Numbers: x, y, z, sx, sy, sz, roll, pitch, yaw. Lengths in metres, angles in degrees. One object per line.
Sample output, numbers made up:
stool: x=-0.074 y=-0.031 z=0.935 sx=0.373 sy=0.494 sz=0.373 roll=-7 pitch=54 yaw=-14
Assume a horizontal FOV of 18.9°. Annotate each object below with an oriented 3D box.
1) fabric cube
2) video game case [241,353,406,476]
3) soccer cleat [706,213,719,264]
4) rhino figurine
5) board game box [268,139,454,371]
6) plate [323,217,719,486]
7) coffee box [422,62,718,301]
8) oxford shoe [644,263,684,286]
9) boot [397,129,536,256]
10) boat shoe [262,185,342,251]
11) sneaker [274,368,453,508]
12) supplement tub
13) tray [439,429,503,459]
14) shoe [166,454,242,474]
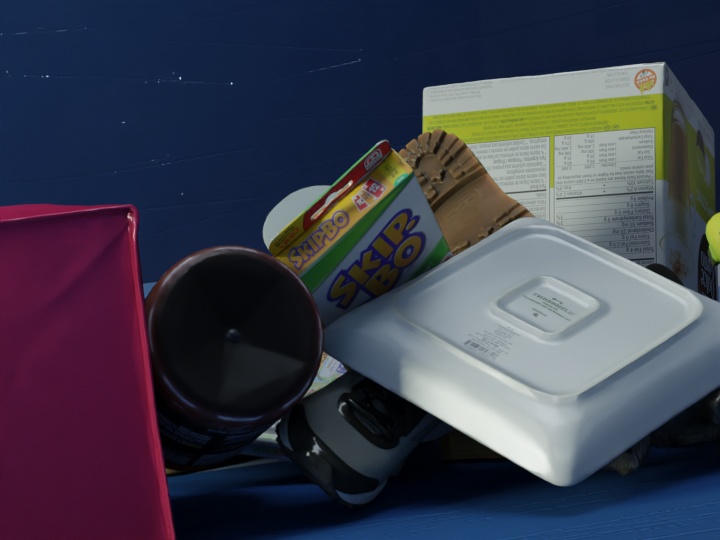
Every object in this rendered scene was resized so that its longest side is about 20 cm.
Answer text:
fabric cube: x=-0.229 y=0.066 z=1.215 sx=0.199 sy=0.197 sz=0.199 roll=-7 pitch=4 yaw=-20
video game case: x=-0.044 y=0.073 z=1.430 sx=0.199 sy=0.018 sz=0.143 roll=6 pitch=37 yaw=22
soccer cleat: x=0.306 y=0.007 z=1.418 sx=0.065 sy=0.084 sz=0.200 roll=7 pitch=28 yaw=-39
rhino figurine: x=0.187 y=0.077 z=1.289 sx=0.200 sy=0.060 sz=0.087 roll=-27 pitch=35 yaw=-36
board game box: x=0.008 y=-0.001 z=1.318 sx=0.096 sy=0.030 sz=0.200 roll=-43 pitch=-29 yaw=-6
plate: x=0.109 y=0.033 z=1.273 sx=0.199 sy=0.032 sz=0.200 roll=29 pitch=42 yaw=36
coffee box: x=0.172 y=-0.037 z=1.739 sx=0.199 sy=0.199 sz=0.200 roll=-4 pitch=-14 yaw=21
oxford shoe: x=0.139 y=0.056 z=1.366 sx=0.071 sy=0.072 sz=0.200 roll=-31 pitch=-5 yaw=37
boot: x=0.097 y=-0.004 z=1.485 sx=0.075 sy=0.107 sz=0.200 roll=-32 pitch=44 yaw=5
boat shoe: x=0.002 y=-0.002 z=1.544 sx=0.074 sy=0.068 sz=0.199 roll=-46 pitch=37 yaw=-16
sneaker: x=0.016 y=0.076 z=1.289 sx=0.079 sy=0.074 sz=0.200 roll=-52 pitch=-10 yaw=31
supplement tub: x=-0.095 y=0.059 z=1.288 sx=0.107 sy=0.107 sz=0.200 roll=-8 pitch=-12 yaw=-19
tray: x=0.134 y=0.090 z=1.459 sx=0.098 sy=0.037 sz=0.200 roll=-5 pitch=5 yaw=24
shoe: x=-0.081 y=0.100 z=1.522 sx=0.070 sy=0.054 sz=0.200 roll=-2 pitch=6 yaw=43
